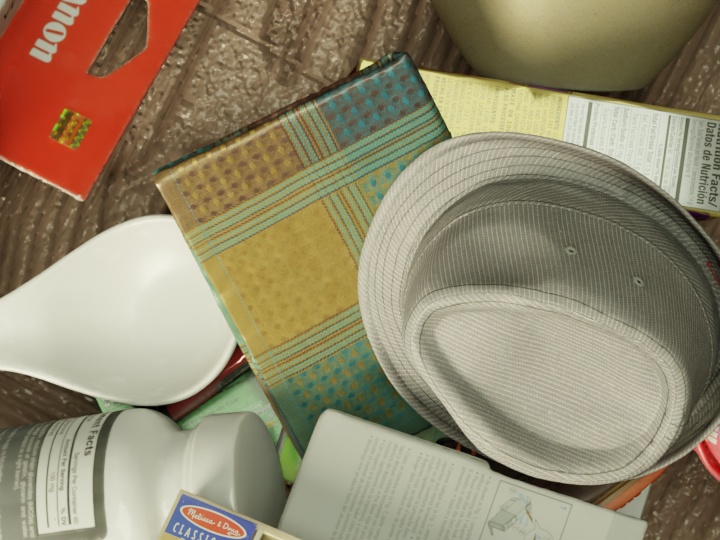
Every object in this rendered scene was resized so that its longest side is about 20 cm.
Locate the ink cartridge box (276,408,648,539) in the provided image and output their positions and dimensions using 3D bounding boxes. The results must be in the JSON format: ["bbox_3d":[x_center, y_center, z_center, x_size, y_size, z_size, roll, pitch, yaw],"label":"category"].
[{"bbox_3d":[0.029,0.188,1.323,0.173,0.044,0.201,19,70,8],"label":"ink cartridge box"}]

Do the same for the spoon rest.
[{"bbox_3d":[-0.151,0.032,1.418,0.199,0.061,0.100,-14,78,24],"label":"spoon rest"}]

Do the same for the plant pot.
[{"bbox_3d":[0.111,-0.166,1.412,0.199,0.200,0.135,4,102,2],"label":"plant pot"}]

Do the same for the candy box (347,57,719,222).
[{"bbox_3d":[0.086,-0.064,1.419,0.199,0.117,0.057,10,86,-6],"label":"candy box"}]

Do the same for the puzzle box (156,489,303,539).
[{"bbox_3d":[-0.023,0.201,1.284,0.199,0.025,0.133,21,70,10],"label":"puzzle box"}]

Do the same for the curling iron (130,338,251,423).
[{"bbox_3d":[-0.046,0.020,1.418,0.200,0.026,0.050,-32,81,19],"label":"curling iron"}]

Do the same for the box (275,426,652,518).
[{"bbox_3d":[0.066,0.069,1.443,0.199,0.036,0.145,17,92,-2],"label":"box"}]

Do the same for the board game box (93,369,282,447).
[{"bbox_3d":[-0.049,0.041,1.471,0.199,0.023,0.105,-25,88,-2],"label":"board game box"}]

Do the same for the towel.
[{"bbox_3d":[0.000,0.000,1.366,0.146,0.022,0.200,-26,118,4],"label":"towel"}]

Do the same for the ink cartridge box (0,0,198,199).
[{"bbox_3d":[-0.180,-0.159,1.439,0.173,0.044,0.201,25,64,3],"label":"ink cartridge box"}]

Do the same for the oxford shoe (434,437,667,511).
[{"bbox_3d":[0.073,0.113,1.396,0.199,0.071,0.073,-25,89,-1],"label":"oxford shoe"}]

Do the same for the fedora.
[{"bbox_3d":[0.087,0.034,1.298,0.199,0.090,0.177,30,116,-1],"label":"fedora"}]

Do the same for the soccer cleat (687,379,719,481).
[{"bbox_3d":[0.178,0.058,1.370,0.200,0.076,0.067,45,125,12],"label":"soccer cleat"}]

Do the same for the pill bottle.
[{"bbox_3d":[-0.145,0.134,1.400,0.199,0.116,0.116,-9,85,13],"label":"pill bottle"}]
